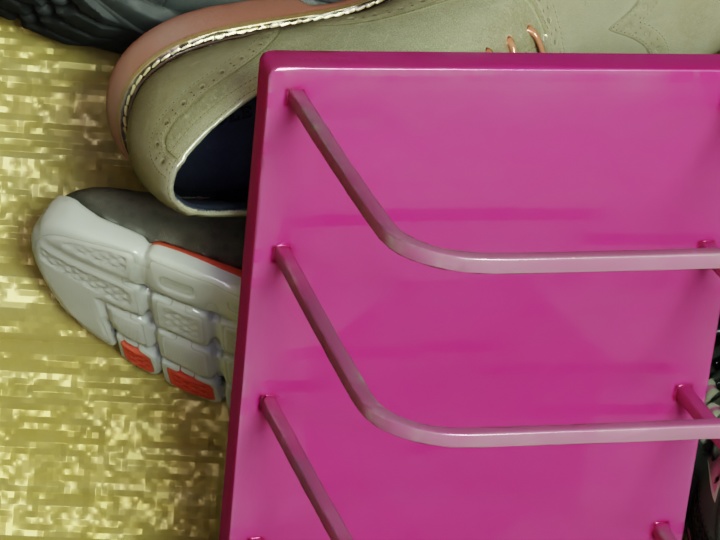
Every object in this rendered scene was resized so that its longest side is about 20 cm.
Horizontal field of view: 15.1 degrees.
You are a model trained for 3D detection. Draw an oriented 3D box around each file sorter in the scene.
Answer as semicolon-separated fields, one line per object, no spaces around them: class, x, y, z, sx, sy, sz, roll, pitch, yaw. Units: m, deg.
file sorter;0.045;0.057;0.730;0.139;0.125;0.200;-1;115;-15

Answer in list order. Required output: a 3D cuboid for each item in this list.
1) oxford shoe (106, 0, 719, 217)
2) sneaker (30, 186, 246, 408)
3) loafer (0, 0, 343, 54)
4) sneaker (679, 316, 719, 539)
oxford shoe;0.029;-0.053;0.787;0.200;0.074;0.071;-19;119;-4
sneaker;0.000;0.000;0.842;0.200;0.077;0.082;15;62;-4
loafer;-0.061;-0.099;0.830;0.201;0.068;0.070;22;76;-20
sneaker;0.129;0.059;0.830;0.080;0.086;0.200;-14;61;-3
